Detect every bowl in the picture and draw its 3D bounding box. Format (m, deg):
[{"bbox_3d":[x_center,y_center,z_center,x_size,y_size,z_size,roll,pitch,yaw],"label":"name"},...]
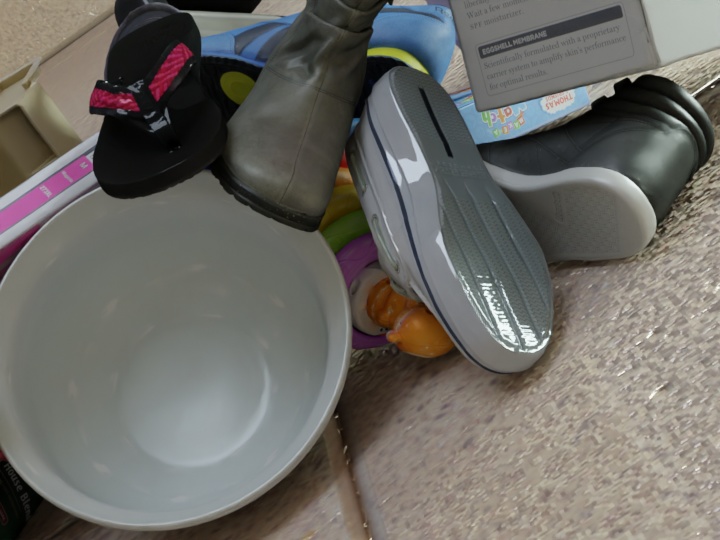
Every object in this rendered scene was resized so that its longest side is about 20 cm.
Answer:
[{"bbox_3d":[-0.096,0.054,1.018,0.201,0.201,0.091,-38,-24,-9],"label":"bowl"}]

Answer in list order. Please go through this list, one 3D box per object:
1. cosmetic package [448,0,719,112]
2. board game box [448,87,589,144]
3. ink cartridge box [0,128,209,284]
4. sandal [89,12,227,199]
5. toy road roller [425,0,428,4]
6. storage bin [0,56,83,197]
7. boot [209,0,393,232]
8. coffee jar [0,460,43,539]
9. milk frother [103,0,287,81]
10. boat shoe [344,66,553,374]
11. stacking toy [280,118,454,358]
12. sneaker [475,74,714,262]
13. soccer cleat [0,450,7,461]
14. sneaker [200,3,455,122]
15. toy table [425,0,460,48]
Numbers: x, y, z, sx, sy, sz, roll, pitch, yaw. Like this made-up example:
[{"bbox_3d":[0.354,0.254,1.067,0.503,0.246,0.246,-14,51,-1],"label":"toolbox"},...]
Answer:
[{"bbox_3d":[0.136,-0.209,1.044,0.122,0.202,0.199,-11,5,39],"label":"cosmetic package"},{"bbox_3d":[0.031,-0.085,1.243,0.151,0.037,0.199,-25,8,-34],"label":"board game box"},{"bbox_3d":[-0.157,-0.025,1.072,0.200,0.095,0.037,-39,60,-21],"label":"ink cartridge box"},{"bbox_3d":[-0.117,-0.100,1.019,0.074,0.045,0.201,-22,32,4],"label":"sandal"},{"bbox_3d":[0.131,-0.247,1.353,0.199,0.147,0.123,-35,16,-1],"label":"toy road roller"},{"bbox_3d":[-0.257,-0.028,1.423,0.197,0.201,0.094,-26,21,28],"label":"storage bin"},{"bbox_3d":[-0.020,-0.115,1.010,0.131,0.067,0.201,-60,11,26],"label":"boot"},{"bbox_3d":[-0.217,0.090,1.201,0.085,0.105,0.200,0,37,37],"label":"coffee jar"},{"bbox_3d":[-0.109,-0.111,1.388,0.187,0.201,0.180,-3,35,-44],"label":"milk frother"},{"bbox_3d":[0.043,-0.015,0.983,0.067,0.073,0.201,-52,38,35],"label":"boat shoe"},{"bbox_3d":[0.000,0.000,1.063,0.115,0.111,0.200,-9,29,-27],"label":"stacking toy"},{"bbox_3d":[0.114,-0.057,1.035,0.099,0.071,0.199,-42,24,-26],"label":"sneaker"},{"bbox_3d":[-0.203,0.088,1.100,0.073,0.199,0.068,-56,-13,-23],"label":"soccer cleat"},{"bbox_3d":[-0.030,-0.137,1.204,0.198,0.066,0.079,0,48,29],"label":"sneaker"},{"bbox_3d":[0.077,-0.227,1.235,0.183,0.201,0.117,-26,-1,19],"label":"toy table"}]
